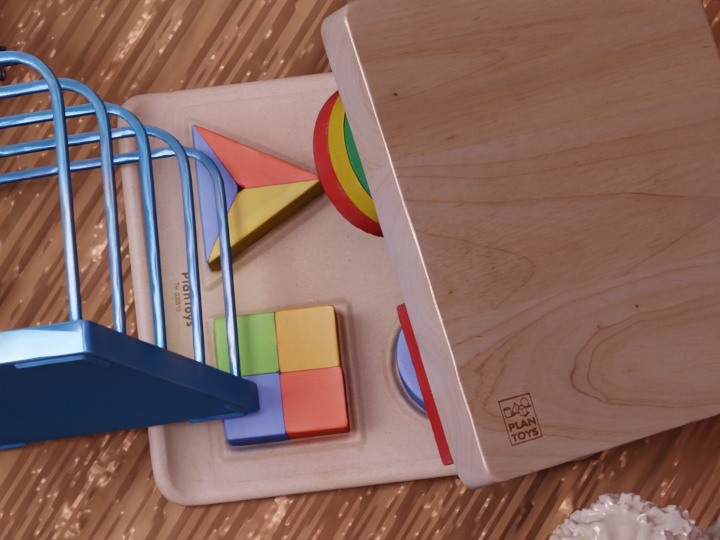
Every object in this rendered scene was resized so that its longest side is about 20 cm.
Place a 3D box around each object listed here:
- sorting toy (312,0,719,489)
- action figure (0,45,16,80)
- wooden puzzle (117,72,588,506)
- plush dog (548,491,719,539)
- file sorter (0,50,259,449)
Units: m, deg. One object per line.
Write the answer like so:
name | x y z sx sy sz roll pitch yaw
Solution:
sorting toy | 0.077 -0.021 1.247 0.200 0.070 0.199 -13 84 -39
action figure | -0.208 -0.106 1.229 0.118 0.200 0.102 -7 41 2
wooden puzzle | 0.000 0.000 1.295 0.199 0.046 0.186 -6 80 -3
plush dog | 0.138 0.162 1.243 0.171 0.160 0.201 -8 108 -17
file sorter | -0.141 -0.003 1.197 0.138 0.200 0.123 -8 79 15
